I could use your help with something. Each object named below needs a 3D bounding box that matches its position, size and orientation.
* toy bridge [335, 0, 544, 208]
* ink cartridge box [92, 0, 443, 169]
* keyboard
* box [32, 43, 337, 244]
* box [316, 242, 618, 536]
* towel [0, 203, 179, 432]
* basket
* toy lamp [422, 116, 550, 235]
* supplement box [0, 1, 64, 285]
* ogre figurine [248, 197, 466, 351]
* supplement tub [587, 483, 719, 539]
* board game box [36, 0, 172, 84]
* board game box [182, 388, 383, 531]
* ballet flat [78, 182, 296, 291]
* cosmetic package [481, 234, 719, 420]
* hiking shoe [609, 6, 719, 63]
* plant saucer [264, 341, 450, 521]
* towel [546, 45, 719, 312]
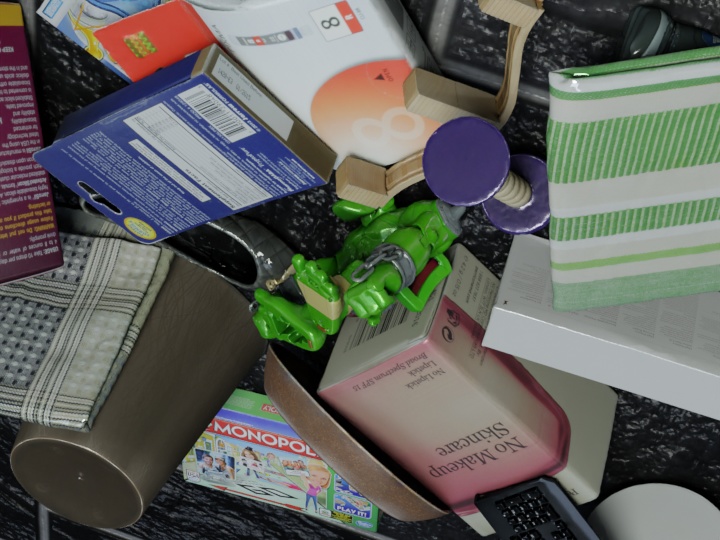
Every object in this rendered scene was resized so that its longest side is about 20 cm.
[{"bbox_3d":[0.059,-0.105,0.792,0.067,0.027,0.200,16,138,-25],"label":"toy bridge"},{"bbox_3d":[-0.055,-0.122,0.835,0.199,0.050,0.162,-16,139,20],"label":"ink cartridge box"},{"bbox_3d":[0.158,0.252,0.983,0.104,0.040,0.200,-27,106,39],"label":"keyboard"},{"bbox_3d":[-0.129,-0.081,0.885,0.200,0.032,0.121,-16,136,40],"label":"box"},{"bbox_3d":[0.087,0.098,0.993,0.200,0.109,0.128,42,133,-20],"label":"box"},{"bbox_3d":[-0.264,0.024,0.998,0.192,0.200,0.035,11,142,11],"label":"towel"},{"bbox_3d":[-0.191,0.099,1.041,0.180,0.200,0.136,26,137,-5],"label":"basket"},{"bbox_3d":[0.091,-0.055,0.802,0.058,0.200,0.058,-1,88,18],"label":"toy lamp"},{"bbox_3d":[-0.310,-0.086,0.916,0.131,0.103,0.201,-6,97,25],"label":"supplement box"},{"bbox_3d":[0.000,0.000,0.900,0.098,0.120,0.200,47,154,10],"label":"ogre figurine"},{"bbox_3d":[0.260,0.294,1.090,0.144,0.145,0.200,2,134,20],"label":"supplement tub"},{"bbox_3d":[-0.113,-0.196,0.838,0.135,0.035,0.200,37,135,-15],"label":"board game box"},{"bbox_3d":[-0.074,0.174,1.193,0.199,0.029,0.135,13,137,10],"label":"board game box"},{"bbox_3d":[-0.130,-0.022,1.000,0.200,0.057,0.067,27,133,-5],"label":"ballet flat"},{"bbox_3d":[0.195,0.043,0.915,0.199,0.083,0.051,18,136,6],"label":"cosmetic package"},{"bbox_3d":[0.184,-0.070,0.813,0.086,0.075,0.200,18,138,3],"label":"hiking shoe"},{"bbox_3d":[-0.010,0.137,1.028,0.034,0.200,0.200,-47,111,0],"label":"plant saucer"},{"bbox_3d":[0.190,-0.053,0.779,0.152,0.023,0.200,-8,138,4],"label":"towel"}]
